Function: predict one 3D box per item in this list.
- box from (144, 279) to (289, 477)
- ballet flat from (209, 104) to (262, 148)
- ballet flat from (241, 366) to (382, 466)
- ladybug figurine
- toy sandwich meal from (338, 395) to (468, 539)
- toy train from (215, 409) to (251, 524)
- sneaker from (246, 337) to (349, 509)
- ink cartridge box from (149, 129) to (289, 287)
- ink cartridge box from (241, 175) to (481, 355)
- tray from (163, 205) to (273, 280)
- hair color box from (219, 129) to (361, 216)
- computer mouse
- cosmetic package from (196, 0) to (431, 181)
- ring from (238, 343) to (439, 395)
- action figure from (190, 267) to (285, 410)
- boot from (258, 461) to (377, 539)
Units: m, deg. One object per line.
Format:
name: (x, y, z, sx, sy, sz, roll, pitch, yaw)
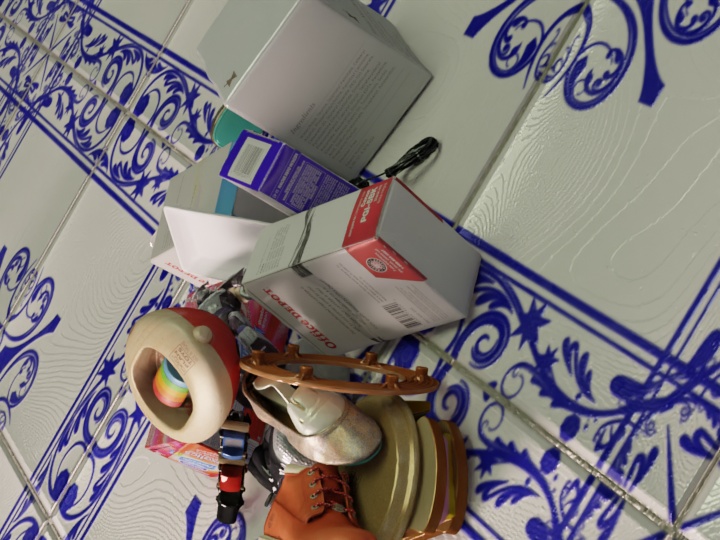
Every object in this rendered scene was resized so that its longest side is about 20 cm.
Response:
box: (-0.162, 0.125, 1.848, 0.095, 0.099, 0.202, -17, 53, 49)
ballet flat: (-0.124, -0.242, 2.129, 0.200, 0.068, 0.068, -45, 23, 7)
ballet flat: (-0.057, 0.135, 1.549, 0.068, 0.067, 0.199, -47, 33, -20)
ladybug figurine: (-0.174, 0.099, 1.622, 0.072, 0.136, 0.200, -35, -7, -31)
toy sandwich meal: (0.025, 0.208, 1.545, 0.205, 0.070, 0.207, -39, 43, 48)
toy train: (-0.138, 0.213, 1.711, 0.201, 0.034, 0.046, 99, 180, -51)
sneaker: (-0.071, 0.162, 1.706, 0.201, 0.075, 0.114, -77, 14, -53)
ink cartridge box: (-0.156, -0.059, 1.958, 0.199, 0.128, 0.126, -23, 47, 45)
ink cartridge box: (0.000, 0.000, 1.643, 0.199, 0.147, 0.083, -18, 43, 41)
tray: (-0.125, -0.026, 1.832, 0.198, 0.108, 0.022, 11, 48, 22)
hair color box: (-0.042, -0.075, 1.732, 0.065, 0.199, 0.109, -60, 31, -3)
computer mouse: (0.015, -0.095, 1.835, 0.199, 0.034, 0.059, -29, 14, 35)
cosmetic package: (-0.058, -0.245, 1.893, 0.167, 0.199, 0.168, -52, 33, 15)
ring: (-0.020, 0.095, 1.574, 0.200, 0.199, 0.019, 16, 100, 58)
action figure: (-0.144, 0.063, 1.740, 0.131, 0.069, 0.200, -52, 37, 8)
boot: (-0.034, 0.229, 1.494, 0.199, 0.075, 0.108, -4, 67, 62)
